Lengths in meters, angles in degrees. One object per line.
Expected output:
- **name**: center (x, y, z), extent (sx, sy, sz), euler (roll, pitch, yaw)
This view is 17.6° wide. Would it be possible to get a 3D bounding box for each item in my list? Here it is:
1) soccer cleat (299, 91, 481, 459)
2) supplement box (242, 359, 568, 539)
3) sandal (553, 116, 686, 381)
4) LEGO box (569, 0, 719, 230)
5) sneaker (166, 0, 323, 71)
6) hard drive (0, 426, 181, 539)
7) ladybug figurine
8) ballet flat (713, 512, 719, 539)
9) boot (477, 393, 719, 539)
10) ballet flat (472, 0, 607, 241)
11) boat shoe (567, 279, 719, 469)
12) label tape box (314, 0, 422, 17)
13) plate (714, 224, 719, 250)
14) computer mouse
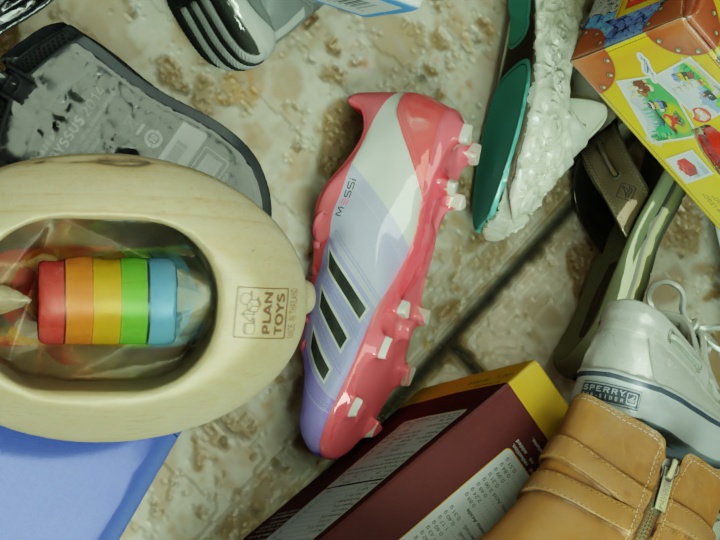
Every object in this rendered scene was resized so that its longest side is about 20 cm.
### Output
- **soccer cleat**: center (0.000, 0.000, 1.206), extent (0.076, 0.067, 0.201), euler (16, 75, 19)
- **supplement box**: center (0.043, 0.188, 1.149), extent (0.200, 0.133, 0.198), euler (-38, 97, -24)
- **sandal**: center (0.139, -0.039, 1.261), extent (0.057, 0.080, 0.202), euler (23, 73, -3)
- **LEGO box**: center (0.217, -0.103, 1.221), extent (0.200, 0.077, 0.149), euler (45, 49, -25)
- **sneaker**: center (-0.075, -0.212, 1.205), extent (0.115, 0.075, 0.200), euler (-37, 107, -28)
- **hard drive**: center (-0.184, 0.115, 1.124), extent (0.132, 0.025, 0.200), euler (35, 70, -15)
- **ladybug figurine**: center (-0.121, 0.011, 1.100), extent (0.199, 0.072, 0.136), euler (4, 98, -11)
- **ballet flat**: center (0.184, 0.144, 1.195), extent (0.072, 0.200, 0.068), euler (25, 96, 1)
- **boot**: center (0.076, 0.124, 1.064), extent (0.200, 0.074, 0.155), euler (32, 71, -28)
- **ballet flat**: center (0.107, -0.111, 1.255), extent (0.072, 0.072, 0.201), euler (13, 78, -21)
- **boat shoe**: center (0.159, 0.049, 1.202), extent (0.202, 0.074, 0.086), euler (31, 72, -62)
- **label tape box**: center (-0.025, -0.242, 1.147), extent (0.144, 0.063, 0.201), euler (14, 86, -27)
- **plate**: center (0.283, -0.020, 1.340), extent (0.199, 0.032, 0.200), euler (-8, 85, -24)
- **computer mouse**: center (-0.130, -0.069, 1.159), extent (0.200, 0.053, 0.139), euler (41, 83, -10)
